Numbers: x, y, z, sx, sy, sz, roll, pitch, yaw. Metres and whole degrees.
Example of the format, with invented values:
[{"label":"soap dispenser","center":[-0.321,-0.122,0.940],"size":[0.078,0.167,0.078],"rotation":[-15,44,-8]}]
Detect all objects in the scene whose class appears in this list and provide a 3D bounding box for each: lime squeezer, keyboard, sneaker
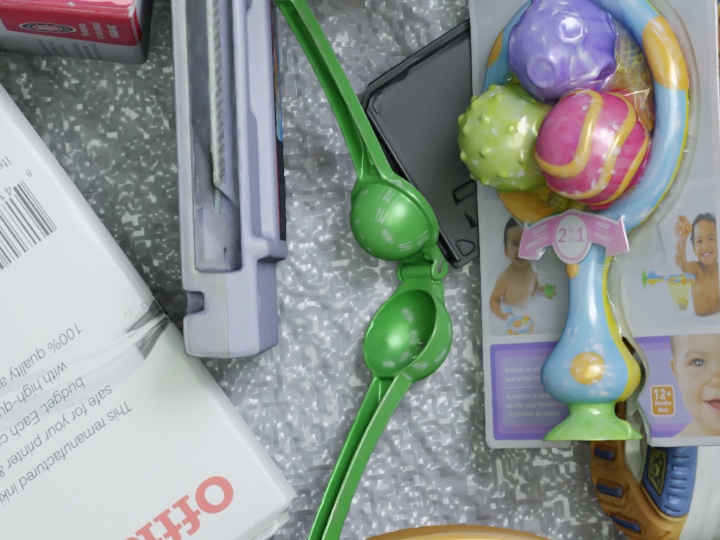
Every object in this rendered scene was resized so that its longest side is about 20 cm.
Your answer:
[{"label":"lime squeezer","center":[0.000,0.000,1.009],"size":[0.070,0.038,0.202],"rotation":[-3,92,-28]},{"label":"keyboard","center":[0.112,-0.063,1.033],"size":[0.199,0.021,0.128],"rotation":[-31,90,-1]},{"label":"sneaker","center":[0.137,0.000,1.002],"size":[0.088,0.075,0.201],"rotation":[-1,108,-27]}]

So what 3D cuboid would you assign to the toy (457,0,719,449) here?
[{"label":"toy","center":[0.070,-0.038,0.966],"size":[0.047,0.115,0.202],"rotation":[-6,91,-46]}]

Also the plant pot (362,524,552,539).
[{"label":"plant pot","center":[0.030,0.182,0.945],"size":[0.199,0.183,0.202],"rotation":[0,89,-2]}]

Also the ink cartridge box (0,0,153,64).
[{"label":"ink cartridge box","center":[-0.170,-0.126,0.958],"size":[0.198,0.145,0.085],"rotation":[5,88,-2]}]

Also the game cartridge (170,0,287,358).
[{"label":"game cartridge","center":[-0.045,-0.071,0.971],"size":[0.038,0.130,0.202],"rotation":[-2,90,5]}]

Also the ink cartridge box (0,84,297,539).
[{"label":"ink cartridge box","center":[-0.136,0.044,0.989],"size":[0.144,0.084,0.201],"rotation":[-36,90,-3]}]
